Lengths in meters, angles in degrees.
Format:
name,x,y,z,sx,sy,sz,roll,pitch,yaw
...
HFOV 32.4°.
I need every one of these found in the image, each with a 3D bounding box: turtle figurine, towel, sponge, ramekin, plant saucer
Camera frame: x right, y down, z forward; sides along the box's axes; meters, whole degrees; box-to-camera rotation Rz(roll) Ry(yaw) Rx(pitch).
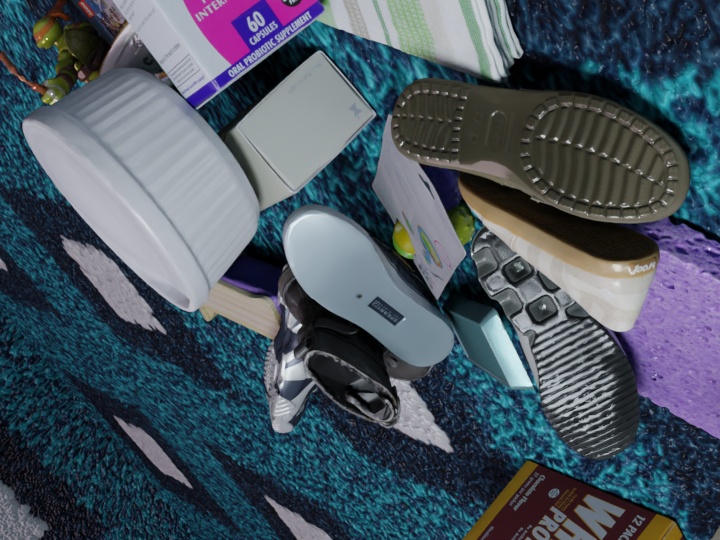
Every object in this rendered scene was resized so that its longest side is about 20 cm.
name,x,y,z,sx,sy,sz,roll,pitch,yaw
turtle figurine,-0.255,-0.200,1.199,0.161,0.064,0.200,37,-158,-21
towel,0.013,-0.209,0.808,0.200,0.031,0.149,29,152,39
sponge,0.226,0.040,0.873,0.111,0.030,0.200,31,156,33
ramekin,-0.167,-0.070,0.985,0.202,0.094,0.203,42,163,16
plant saucer,0.101,0.058,1.033,0.070,0.019,0.200,63,177,-4

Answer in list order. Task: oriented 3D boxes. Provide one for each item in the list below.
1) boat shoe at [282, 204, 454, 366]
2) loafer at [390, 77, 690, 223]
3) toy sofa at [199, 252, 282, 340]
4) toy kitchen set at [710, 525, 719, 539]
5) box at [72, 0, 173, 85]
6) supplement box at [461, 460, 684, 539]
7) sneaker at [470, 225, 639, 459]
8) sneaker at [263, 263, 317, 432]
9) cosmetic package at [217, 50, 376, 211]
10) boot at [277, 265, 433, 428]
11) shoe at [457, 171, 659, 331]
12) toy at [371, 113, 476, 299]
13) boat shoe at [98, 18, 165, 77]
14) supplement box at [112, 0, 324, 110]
name,x,y,z,sx,sy,sz,roll,pitch,yaw
boat shoe,0.000,0.000,1.070,0.200,0.071,0.091,44,-165,-31
loafer,0.118,-0.082,0.792,0.199,0.076,0.067,21,-167,26
toy sofa,-0.108,0.021,1.355,0.200,0.083,0.098,20,144,46
toy kitchen set,0.274,0.090,0.671,0.163,0.181,0.200,17,150,47
box,-0.217,-0.255,1.104,0.200,0.038,0.136,51,157,-17
supplement box,0.235,0.328,1.242,0.197,0.133,0.200,16,145,51
sneaker,0.152,0.043,0.936,0.201,0.074,0.089,64,-167,-5
sneaker,-0.023,0.081,1.242,0.080,0.129,0.200,-115,30,-59
cosmetic package,-0.079,-0.104,1.050,0.073,0.104,0.200,48,157,-10
boot,0.005,0.084,1.103,0.200,0.069,0.174,32,-163,-28
shoe,0.124,-0.023,0.825,0.200,0.070,0.054,-134,31,-55
toy,0.057,-0.050,0.967,0.115,0.047,0.200,61,169,8
boat shoe,-0.155,-0.191,1.010,0.069,0.071,0.200,34,137,-7
supplement box,-0.132,-0.229,0.880,0.200,0.101,0.103,53,166,-10
